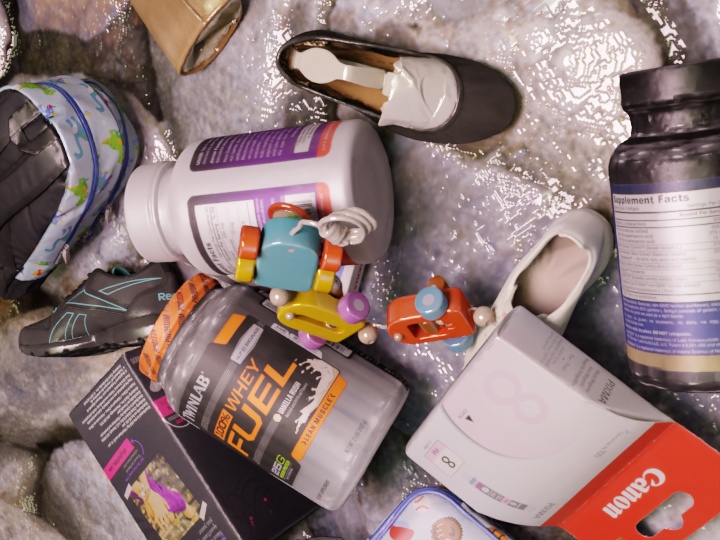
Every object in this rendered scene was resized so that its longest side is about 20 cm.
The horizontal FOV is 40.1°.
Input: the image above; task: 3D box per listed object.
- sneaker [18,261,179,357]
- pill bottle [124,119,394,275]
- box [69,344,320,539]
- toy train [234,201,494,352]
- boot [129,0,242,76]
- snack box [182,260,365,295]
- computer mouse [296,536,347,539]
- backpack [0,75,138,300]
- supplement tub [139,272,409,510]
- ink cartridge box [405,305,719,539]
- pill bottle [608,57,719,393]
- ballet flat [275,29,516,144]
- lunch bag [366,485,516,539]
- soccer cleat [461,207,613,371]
[{"bbox_3d":[-0.251,0.041,0.959,0.199,0.075,0.080,-11,82,25],"label":"sneaker"},{"bbox_3d":[-0.082,-0.054,0.788,0.199,0.111,0.112,-4,99,20],"label":"pill bottle"},{"bbox_3d":[-0.143,0.165,0.881,0.106,0.122,0.201,-41,79,33],"label":"box"},{"bbox_3d":[0.000,0.000,0.703,0.149,0.200,0.056,-14,55,25],"label":"toy train"},{"bbox_3d":[-0.161,-0.298,0.833,0.200,0.066,0.175,52,132,12],"label":"boot"},{"bbox_3d":[-0.090,-0.016,0.869,0.199,0.024,0.072,24,109,24],"label":"snack box"},{"bbox_3d":[0.003,0.302,0.839,0.046,0.199,0.141,127,149,-55],"label":"computer mouse"},{"bbox_3d":[-0.300,-0.094,0.920,0.164,0.153,0.200,56,142,11],"label":"backpack"},{"bbox_3d":[-0.071,0.093,0.802,0.199,0.123,0.123,30,115,6],"label":"supplement tub"},{"bbox_3d":[0.147,0.139,0.705,0.200,0.057,0.163,40,135,10],"label":"ink cartridge box"},{"bbox_3d":[0.220,-0.031,0.635,0.111,0.112,0.202,-3,98,31],"label":"pill bottle"},{"bbox_3d":[0.018,-0.139,0.754,0.199,0.068,0.069,17,104,26],"label":"ballet flat"},{"bbox_3d":[0.079,0.280,0.769,0.200,0.076,0.160,41,87,16],"label":"lunch bag"},{"bbox_3d":[0.119,0.042,0.728,0.069,0.077,0.201,34,116,20],"label":"soccer cleat"}]
